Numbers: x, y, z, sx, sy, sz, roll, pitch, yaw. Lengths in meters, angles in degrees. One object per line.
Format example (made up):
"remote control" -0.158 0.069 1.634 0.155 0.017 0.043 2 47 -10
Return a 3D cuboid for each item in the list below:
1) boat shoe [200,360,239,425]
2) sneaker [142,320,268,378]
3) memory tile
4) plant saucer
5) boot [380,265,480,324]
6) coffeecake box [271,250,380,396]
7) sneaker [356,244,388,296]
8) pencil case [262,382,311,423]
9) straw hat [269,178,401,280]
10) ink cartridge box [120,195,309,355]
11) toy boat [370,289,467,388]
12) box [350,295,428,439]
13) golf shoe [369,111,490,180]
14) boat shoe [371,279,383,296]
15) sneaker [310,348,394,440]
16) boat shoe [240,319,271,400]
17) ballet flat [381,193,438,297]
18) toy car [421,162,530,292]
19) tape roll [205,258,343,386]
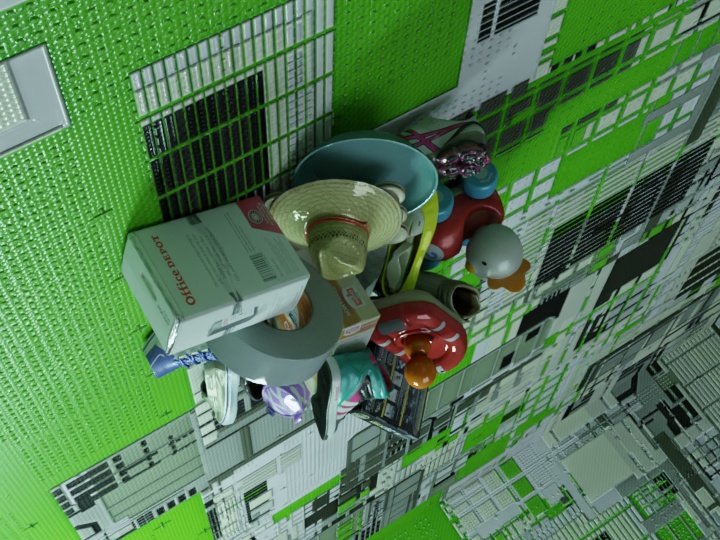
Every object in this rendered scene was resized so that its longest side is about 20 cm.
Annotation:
"boat shoe" -0.236 0.193 1.775 0.061 0.073 0.201 -2 143 -12
"sneaker" -0.216 0.108 1.568 0.198 0.116 0.081 -35 155 -4
"memory tile" -0.032 -0.074 1.494 0.196 0.017 0.154 -5 151 4
"plant saucer" 0.007 -0.133 1.445 0.196 0.036 0.201 0 151 0
"boot" 0.138 0.051 1.813 0.200 0.153 0.073 39 71 -55
"coffeecake box" -0.059 0.078 1.678 0.072 0.154 0.201 -18 150 -30
"sneaker" 0.000 0.000 1.740 0.081 0.076 0.201 -45 166 -50
"pencil case" -0.084 0.160 1.795 0.201 0.085 0.084 -53 -178 -36
"straw hat" -0.030 -0.034 1.460 0.197 0.086 0.202 -1 151 0
"ink cartridge box" -0.189 0.004 1.377 0.198 0.147 0.085 -18 153 -35
"toy boat" 0.091 0.123 1.681 0.129 0.133 0.199 -18 150 26
"box" 0.057 0.164 1.795 0.049 0.203 0.160 -5 154 42
"golf shoe" 0.081 -0.173 1.514 0.196 0.093 0.073 -8 152 -6
"boat shoe" 0.055 0.049 1.897 0.061 0.071 0.201 -58 152 -8
"sneaker" -0.010 0.188 1.659 0.119 0.084 0.201 -12 147 -18
"boat shoe" -0.169 0.148 1.766 0.071 0.065 0.201 -23 153 -27
"ballet flat" 0.073 -0.045 1.660 0.067 0.066 0.203 -19 127 -59
"toy car" 0.189 -0.039 1.748 0.175 0.201 0.185 -28 155 -17
"tape roll" -0.126 0.063 1.502 0.198 0.201 0.066 -14 150 -40
